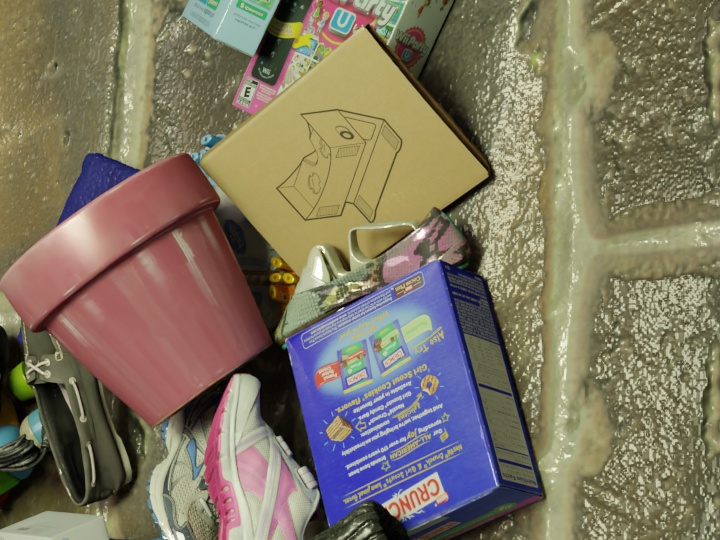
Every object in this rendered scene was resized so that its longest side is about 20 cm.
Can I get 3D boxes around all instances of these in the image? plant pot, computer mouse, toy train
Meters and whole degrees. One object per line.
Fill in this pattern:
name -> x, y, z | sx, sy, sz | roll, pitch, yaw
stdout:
plant pot -> -0.177, 0.027, 1.654 | 0.200, 0.200, 0.179 | -36, 89, 26
computer mouse -> -0.351, 0.111, 1.832 | 0.140, 0.046, 0.200 | -8, 47, 11
toy train -> -0.364, 0.126, 1.898 | 0.116, 0.085, 0.200 | -32, 52, 10

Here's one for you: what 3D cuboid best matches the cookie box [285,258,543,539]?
cookie box -> 0.041, 0.119, 1.572 | 0.171, 0.075, 0.200 | -28, 62, 30

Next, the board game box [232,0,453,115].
board game box -> -0.011, -0.208, 1.706 | 0.148, 0.064, 0.200 | 28, 96, 38

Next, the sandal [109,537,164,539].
sandal -> -0.179, 0.270, 1.720 | 0.200, 0.080, 0.087 | 6, 46, 46

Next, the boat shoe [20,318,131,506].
boat shoe -> -0.270, 0.122, 1.763 | 0.067, 0.057, 0.200 | -6, 111, 47

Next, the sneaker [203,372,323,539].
sneaker -> -0.078, 0.182, 1.591 | 0.081, 0.088, 0.200 | 125, 140, -67

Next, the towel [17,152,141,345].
towel -> -0.232, 0.001, 1.808 | 0.148, 0.050, 0.200 | 22, 93, 33

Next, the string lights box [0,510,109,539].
string lights box -> -0.250, 0.317, 1.697 | 0.103, 0.059, 0.200 | -4, 102, 51

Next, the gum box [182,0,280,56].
gum box -> -0.088, -0.303, 1.754 | 0.200, 0.045, 0.170 | -65, 19, 6

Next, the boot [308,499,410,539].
boot -> -0.005, 0.289, 1.519 | 0.158, 0.211, 0.079 | -28, 35, 5

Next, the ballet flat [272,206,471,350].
ballet flat -> 0.000, 0.000, 1.633 | 0.200, 0.069, 0.071 | -26, 91, 27

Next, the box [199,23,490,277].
box -> -0.015, -0.090, 1.638 | 0.200, 0.021, 0.164 | -36, 104, 26

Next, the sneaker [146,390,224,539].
sneaker -> -0.129, 0.172, 1.663 | 0.085, 0.077, 0.200 | -23, 39, 17

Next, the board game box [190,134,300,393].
board game box -> -0.155, 0.005, 1.789 | 0.200, 0.026, 0.200 | -46, 55, 20
